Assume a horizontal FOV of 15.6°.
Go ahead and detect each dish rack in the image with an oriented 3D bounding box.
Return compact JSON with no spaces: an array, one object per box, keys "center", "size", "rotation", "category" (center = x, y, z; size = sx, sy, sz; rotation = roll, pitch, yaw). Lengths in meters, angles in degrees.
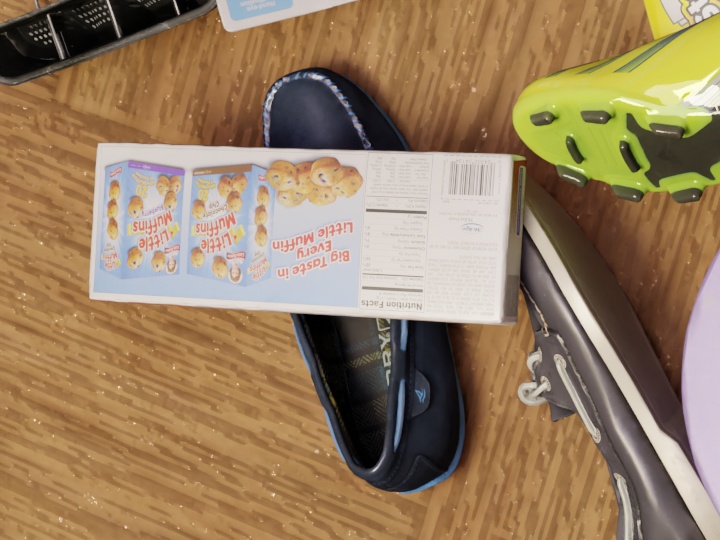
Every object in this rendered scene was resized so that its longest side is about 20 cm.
[{"center":[-0.134,-0.201,1.228],"size":[0.153,0.055,0.201],"rotation":[-16,93,34],"category":"dish rack"}]

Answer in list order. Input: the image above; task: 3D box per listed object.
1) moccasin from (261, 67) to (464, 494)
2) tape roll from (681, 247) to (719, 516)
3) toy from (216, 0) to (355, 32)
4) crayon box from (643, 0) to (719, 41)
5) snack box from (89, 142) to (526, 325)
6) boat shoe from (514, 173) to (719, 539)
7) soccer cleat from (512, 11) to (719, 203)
[{"center":[0.000,0.000,1.181],"size":[0.080,0.068,0.201],"rotation":[-26,77,24],"category":"moccasin"},{"center":[0.237,0.046,1.066],"size":[0.199,0.085,0.201],"rotation":[0,90,25],"category":"tape roll"},{"center":[-0.029,-0.217,1.159],"size":[0.115,0.047,0.201],"rotation":[-14,79,-5],"category":"toy"},{"center":[0.189,-0.191,1.097],"size":[0.172,0.058,0.201],"rotation":[-16,86,26],"category":"crayon box"},{"center":[-0.026,-0.017,1.144],"size":[0.199,0.024,0.072],"rotation":[3,90,24],"category":"snack box"},{"center":[0.095,0.049,1.138],"size":[0.063,0.073,0.200],"rotation":[-33,82,19],"category":"boat shoe"},{"center":[0.155,-0.081,1.064],"size":[0.200,0.065,0.084],"rotation":[-10,47,36],"category":"soccer cleat"}]
